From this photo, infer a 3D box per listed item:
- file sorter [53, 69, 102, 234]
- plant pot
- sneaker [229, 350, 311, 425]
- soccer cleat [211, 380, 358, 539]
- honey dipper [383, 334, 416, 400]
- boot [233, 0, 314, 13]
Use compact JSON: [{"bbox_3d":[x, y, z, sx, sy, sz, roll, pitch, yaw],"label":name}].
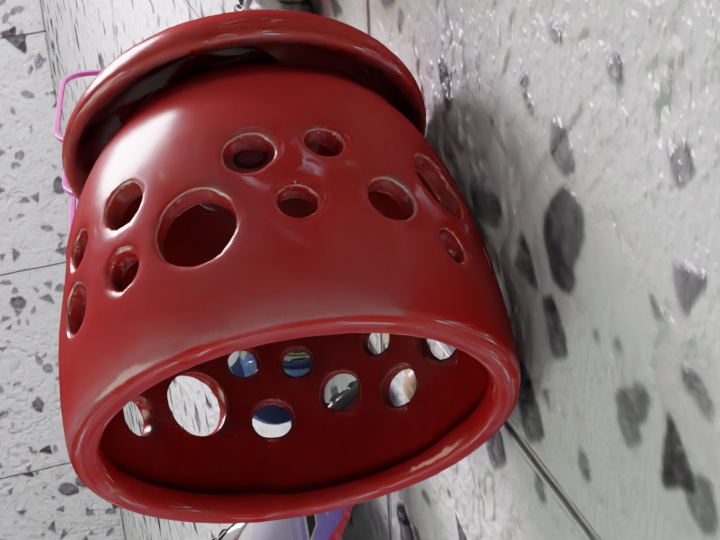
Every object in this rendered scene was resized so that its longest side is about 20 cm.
[{"bbox_3d":[-0.183,-0.058,1.183,0.139,0.124,0.201,-100,7,-57],"label":"file sorter"},{"bbox_3d":[-0.039,-0.004,0.643,0.201,0.199,0.184,104,160,-58],"label":"plant pot"},{"bbox_3d":[-0.055,0.047,0.953,0.201,0.073,0.083,93,157,-45],"label":"sneaker"},{"bbox_3d":[-0.036,0.154,0.847,0.073,0.201,0.068,38,-179,12],"label":"soccer cleat"},{"bbox_3d":[0.000,0.000,0.792,0.038,0.038,0.201,93,157,-43],"label":"honey dipper"},{"bbox_3d":[-0.067,-0.149,0.888,0.200,0.069,0.133,11,109,62],"label":"boot"}]
